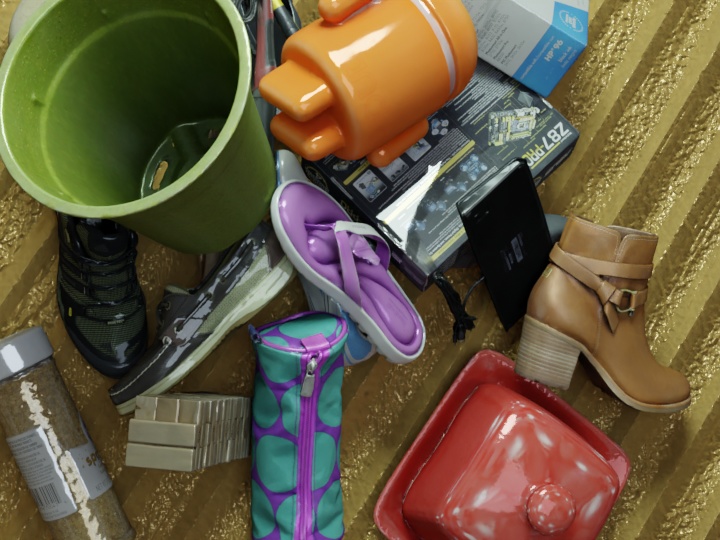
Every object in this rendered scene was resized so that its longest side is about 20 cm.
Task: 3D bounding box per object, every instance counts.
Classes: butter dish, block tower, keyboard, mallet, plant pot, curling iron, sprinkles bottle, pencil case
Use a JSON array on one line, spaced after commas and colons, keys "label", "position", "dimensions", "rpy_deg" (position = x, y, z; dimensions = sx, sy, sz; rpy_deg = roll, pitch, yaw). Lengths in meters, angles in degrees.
[{"label": "butter dish", "position": [0.145, 0.201, 1.257], "dimensions": [0.199, 0.148, 0.201], "rpy_deg": [37, 81, -10]}, {"label": "block tower", "position": [-0.132, 0.128, 1.157], "dimensions": [0.057, 0.200, 0.055], "rpy_deg": [5, 88, 8]}, {"label": "keyboard", "position": [0.113, -0.006, 1.235], "dimensions": [0.127, 0.201, 0.021], "rpy_deg": [-42, 55, -10]}, {"label": "mallet", "position": [-0.074, -0.231, 1.211], "dimensions": [0.041, 0.066, 0.201], "rpy_deg": [-30, 85, -2]}, {"label": "plant pot", "position": [-0.147, -0.100, 1.092], "dimensions": [0.198, 0.190, 0.202], "rpy_deg": [-5, 69, 14]}, {"label": "curling iron", "position": [-0.090, -0.156, 1.195], "dimensions": [0.049, 0.026, 0.203], "rpy_deg": [-9, 102, -21]}, {"label": "sprinkles bottle", "position": [-0.258, 0.149, 1.195], "dimensions": [0.068, 0.068, 0.202], "rpy_deg": [-25, 96, -13]}, {"label": "pencil case", "position": [-0.053, 0.140, 1.212], "dimensions": [0.084, 0.092, 0.202], "rpy_deg": [-3, 106, -12]}]

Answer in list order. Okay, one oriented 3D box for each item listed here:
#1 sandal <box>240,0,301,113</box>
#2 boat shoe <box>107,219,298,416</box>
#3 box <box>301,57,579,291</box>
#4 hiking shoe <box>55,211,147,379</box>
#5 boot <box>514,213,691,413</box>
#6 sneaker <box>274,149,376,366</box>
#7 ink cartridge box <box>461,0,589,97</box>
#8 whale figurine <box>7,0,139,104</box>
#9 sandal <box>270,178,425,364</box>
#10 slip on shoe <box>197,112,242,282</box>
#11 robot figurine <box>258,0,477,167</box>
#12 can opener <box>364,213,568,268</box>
[{"label": "sandal", "position": [-0.084, -0.221, 1.258], "dimensions": [0.075, 0.043, 0.203], "rpy_deg": [-10, 91, -14]}, {"label": "boat shoe", "position": [-0.139, 0.036, 1.188], "dimensions": [0.200, 0.072, 0.066], "rpy_deg": [-41, 101, -5]}, {"label": "box", "position": [0.071, -0.106, 1.260], "dimensions": [0.161, 0.049, 0.200], "rpy_deg": [43, 72, 13]}, {"label": "hiking shoe", "position": [-0.221, -0.006, 1.189], "dimensions": [0.075, 0.101, 0.202], "rpy_deg": [-13, 92, -13]}, {"label": "boot", "position": [0.241, 0.040, 1.302], "dimensions": [0.198, 0.077, 0.157], "rpy_deg": [16, 96, -19]}, {"label": "sneaker", "position": [-0.031, -0.014, 1.252], "dimensions": [0.072, 0.072, 0.202], "rpy_deg": [-20, 100, 1]}, {"label": "ink cartridge box", "position": [0.104, -0.254, 1.266], "dimensions": [0.199, 0.117, 0.068], "rpy_deg": [29, 126, -12]}, {"label": "whale figurine", "position": [-0.204, -0.204, 1.207], "dimensions": [0.158, 0.104, 0.201], "rpy_deg": [24, 57, 22]}, {"label": "sandal", "position": [0.002, -0.006, 1.192], "dimensions": [0.203, 0.049, 0.083], "rpy_deg": [48, 41, -30]}, {"label": "slip on shoe", "position": [-0.131, -0.087, 1.230], "dimensions": [0.060, 0.076, 0.202], "rpy_deg": [-16, 100, -21]}, {"label": "robot figurine", "position": [0.015, -0.167, 1.172], "dimensions": [0.199, 0.117, 0.145], "rpy_deg": [-33, 94, -20]}, {"label": "can opener", "position": [0.094, -0.037, 1.285], "dimensions": [0.198, 0.067, 0.054], "rpy_deg": [2, 58, -18]}]
